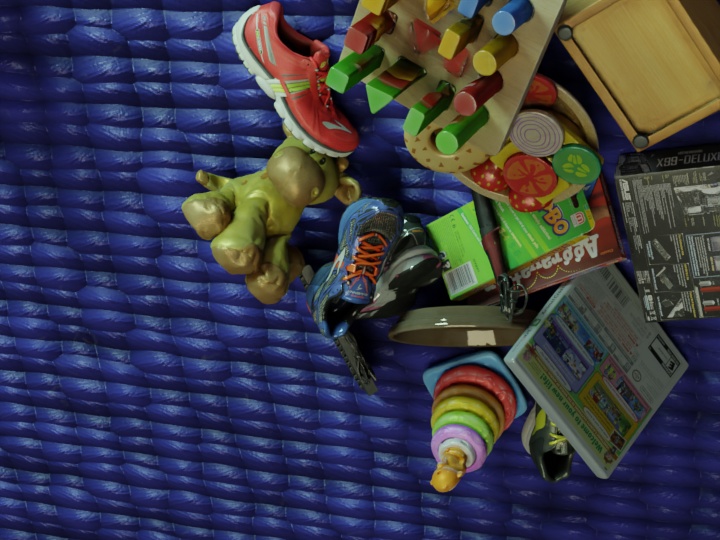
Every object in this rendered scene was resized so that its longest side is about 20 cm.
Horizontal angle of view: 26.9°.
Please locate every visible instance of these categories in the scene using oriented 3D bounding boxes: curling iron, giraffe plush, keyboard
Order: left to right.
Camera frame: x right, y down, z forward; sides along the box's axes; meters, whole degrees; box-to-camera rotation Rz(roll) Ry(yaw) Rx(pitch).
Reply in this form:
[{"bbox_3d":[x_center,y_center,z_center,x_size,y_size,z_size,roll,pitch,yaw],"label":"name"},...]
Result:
[{"bbox_3d":[-0.090,-0.085,1.740,0.162,0.200,0.173,-38,114,17],"label":"giraffe plush"},{"bbox_3d":[-0.030,0.073,1.854,0.021,0.127,0.201,-33,115,-9],"label":"keyboard"},{"bbox_3d":[0.151,-0.040,1.692,0.025,0.202,0.050,-6,161,-21],"label":"curling iron"}]

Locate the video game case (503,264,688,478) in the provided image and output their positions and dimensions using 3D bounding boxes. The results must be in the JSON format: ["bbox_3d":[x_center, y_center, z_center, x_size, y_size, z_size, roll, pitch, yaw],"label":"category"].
[{"bbox_3d":[0.275,0.106,1.730,0.200,0.182,0.022,50,157,-22],"label":"video game case"}]

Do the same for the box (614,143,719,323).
[{"bbox_3d":[0.378,-0.040,1.670,0.156,0.050,0.201,-6,121,22],"label":"box"}]

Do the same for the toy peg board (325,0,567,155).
[{"bbox_3d":[0.073,-0.227,1.497,0.199,0.098,0.200,31,128,12],"label":"toy peg board"}]

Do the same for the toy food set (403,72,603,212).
[{"bbox_3d":[0.159,-0.141,1.608,0.200,0.049,0.198,38,138,-14],"label":"toy food set"}]

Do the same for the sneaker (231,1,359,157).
[{"bbox_3d":[-0.060,-0.213,1.687,0.085,0.077,0.200,-31,110,28],"label":"sneaker"}]

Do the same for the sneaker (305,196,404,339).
[{"bbox_3d":[0.000,0.000,1.709,0.075,0.079,0.201,11,128,-19],"label":"sneaker"}]

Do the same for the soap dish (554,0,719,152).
[{"bbox_3d":[0.299,-0.229,1.546,0.157,0.081,0.200,-27,110,32],"label":"soap dish"}]

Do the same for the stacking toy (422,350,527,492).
[{"bbox_3d":[0.125,0.201,1.829,0.115,0.200,0.110,-19,116,28],"label":"stacking toy"}]

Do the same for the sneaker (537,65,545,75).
[{"bbox_3d":[0.130,-0.231,1.607,0.114,0.076,0.202,-4,124,19],"label":"sneaker"}]

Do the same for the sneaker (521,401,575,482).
[{"bbox_3d":[0.247,0.175,1.833,0.074,0.085,0.201,-7,131,-9],"label":"sneaker"}]

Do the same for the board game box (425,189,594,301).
[{"bbox_3d":[0.172,-0.049,1.712,0.199,0.030,0.096,-28,71,31],"label":"board game box"}]

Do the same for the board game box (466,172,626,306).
[{"bbox_3d":[0.200,-0.031,1.720,0.199,0.019,0.104,-22,76,30],"label":"board game box"}]

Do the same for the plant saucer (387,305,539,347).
[{"bbox_3d":[0.131,0.066,1.771,0.198,0.200,0.030,-3,80,20],"label":"plant saucer"}]

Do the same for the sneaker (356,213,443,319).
[{"bbox_3d":[0.035,-0.004,1.806,0.080,0.087,0.200,1,156,-32],"label":"sneaker"}]
